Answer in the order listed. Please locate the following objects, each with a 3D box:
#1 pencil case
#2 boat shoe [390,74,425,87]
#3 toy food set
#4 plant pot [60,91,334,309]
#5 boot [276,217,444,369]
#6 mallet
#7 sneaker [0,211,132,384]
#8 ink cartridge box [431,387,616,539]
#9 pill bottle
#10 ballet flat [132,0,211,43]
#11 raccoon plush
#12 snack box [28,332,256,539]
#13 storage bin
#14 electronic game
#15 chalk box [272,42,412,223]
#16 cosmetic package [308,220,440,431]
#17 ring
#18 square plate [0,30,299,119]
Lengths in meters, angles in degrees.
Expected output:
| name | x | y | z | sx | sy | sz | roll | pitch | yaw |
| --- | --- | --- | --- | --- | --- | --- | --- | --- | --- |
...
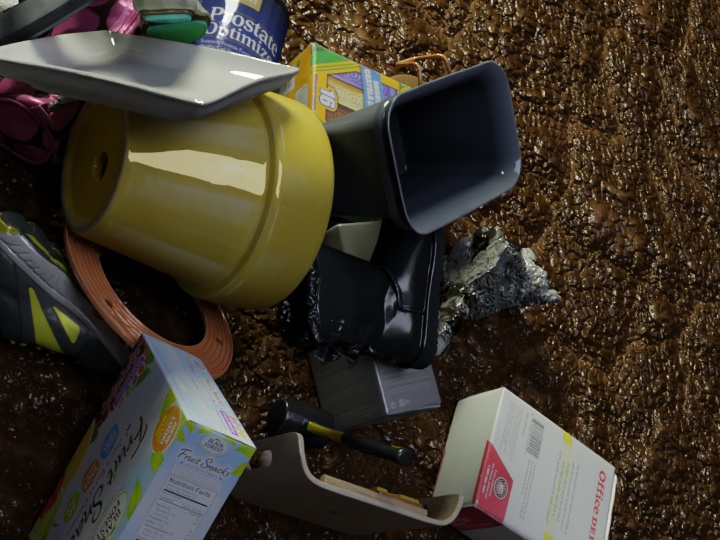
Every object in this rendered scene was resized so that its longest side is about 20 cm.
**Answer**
| name | x | y | z | sx | sy | sz | roll | pitch | yaw |
| --- | --- | --- | --- | --- | --- | --- | --- | --- | --- |
| pencil case | -0.267 | -0.189 | 1.008 | 0.091 | 0.093 | 0.201 | 40 | 52 | -20 |
| boat shoe | 0.078 | -0.146 | 1.296 | 0.071 | 0.072 | 0.201 | -16 | 62 | -25 |
| toy food set | -0.018 | 0.201 | 1.025 | 0.199 | 0.143 | 0.061 | 24 | 62 | -30 |
| plant pot | -0.154 | -0.076 | 0.959 | 0.187 | 0.200 | 0.203 | 11 | 66 | -38 |
| boot | -0.001 | 0.000 | 1.030 | 0.161 | 0.073 | 0.201 | 14 | 69 | -36 |
| mallet | -0.010 | 0.161 | 1.022 | 0.065 | 0.199 | 0.042 | 24 | 79 | -40 |
| sneaker | -0.271 | 0.038 | 0.941 | 0.084 | 0.075 | 0.201 | -35 | 120 | 2 |
| ink cartridge box | 0.188 | 0.249 | 1.219 | 0.199 | 0.083 | 0.146 | 36 | 54 | -23 |
| pill bottle | -0.136 | -0.238 | 1.122 | 0.111 | 0.111 | 0.202 | 28 | 57 | -28 |
| ballet flat | -0.168 | -0.245 | 0.963 | 0.066 | 0.200 | 0.065 | -5 | 95 | -7 |
| raccoon plush | 0.149 | 0.046 | 1.292 | 0.201 | 0.096 | 0.134 | -50 | 123 | -10 |
| snack box | -0.176 | 0.174 | 0.835 | 0.067 | 0.169 | 0.201 | 26 | 97 | -28 |
| storage bin | 0.040 | -0.124 | 1.022 | 0.199 | 0.133 | 0.147 | -29 | 112 | -47 |
| electronic game | -0.268 | -0.250 | 0.962 | 0.042 | 0.198 | 0.201 | 59 | 46 | -28 |
| chalk box | -0.007 | -0.136 | 1.181 | 0.198 | 0.124 | 0.125 | 19 | 62 | -32 |
| cosmetic package | 0.000 | 0.059 | 1.124 | 0.089 | 0.106 | 0.203 | -2 | 77 | -40 |
| ring | -0.193 | 0.021 | 0.981 | 0.200 | 0.019 | 0.201 | 44 | 17 | -18 |
| square plate | -0.174 | -0.161 | 0.881 | 0.200 | 0.196 | 0.029 | -43 | 144 | -65 |
